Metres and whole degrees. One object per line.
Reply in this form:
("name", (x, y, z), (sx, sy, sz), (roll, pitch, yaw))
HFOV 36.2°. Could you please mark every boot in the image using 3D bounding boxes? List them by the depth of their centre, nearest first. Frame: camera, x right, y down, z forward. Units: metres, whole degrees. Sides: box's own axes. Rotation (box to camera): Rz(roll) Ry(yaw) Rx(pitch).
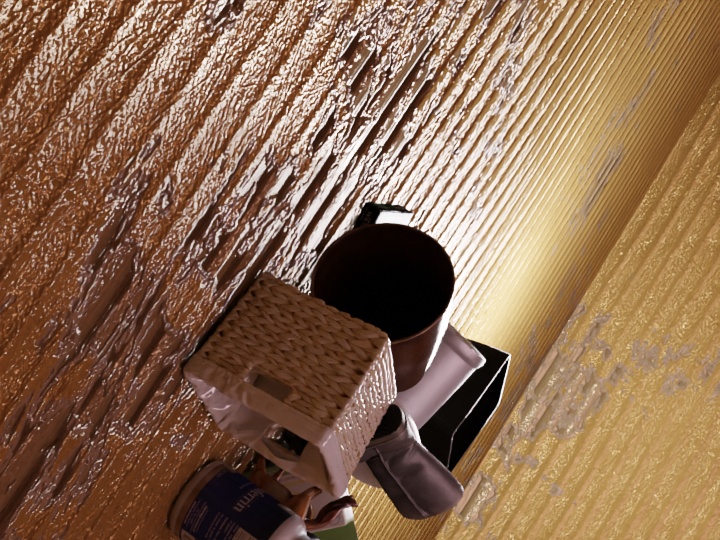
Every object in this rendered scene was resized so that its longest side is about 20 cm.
("boot", (0.023, 0.265, 1.469), (0.200, 0.180, 0.073), (56, 29, -46))

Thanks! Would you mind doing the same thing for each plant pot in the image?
("plant pot", (0.037, 0.072, 1.471), (0.187, 0.186, 0.201), (-50, 153, -25))
("plant pot", (0.144, 0.229, 2.042), (0.200, 0.176, 0.201), (-49, 158, -27))

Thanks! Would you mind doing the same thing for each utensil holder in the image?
("utensil holder", (0.065, 0.152, 1.700), (0.200, 0.170, 0.170), (-46, 161, 3))

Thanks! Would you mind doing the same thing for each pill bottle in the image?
("pill bottle", (-0.143, 0.350, 1.449), (0.116, 0.199, 0.116), (-49, 159, -26))

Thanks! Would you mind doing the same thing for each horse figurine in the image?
("horse figurine", (-0.101, 0.306, 1.534), (0.133, 0.199, 0.050), (-59, 143, -13))

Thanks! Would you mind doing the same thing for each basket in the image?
("basket", (-0.075, 0.136, 1.319), (0.162, 0.197, 0.201), (-57, 161, -20))

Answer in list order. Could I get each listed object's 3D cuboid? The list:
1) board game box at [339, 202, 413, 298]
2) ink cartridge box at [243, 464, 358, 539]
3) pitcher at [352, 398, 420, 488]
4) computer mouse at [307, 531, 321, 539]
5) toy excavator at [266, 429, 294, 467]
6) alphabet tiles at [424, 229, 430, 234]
("board game box", (0.000, 0.000, 1.559), (0.202, 0.028, 0.135), (-64, 161, 11))
("ink cartridge box", (-0.078, 0.376, 1.594), (0.048, 0.144, 0.202), (4, 72, -71))
("pitcher", (-0.019, 0.216, 1.547), (0.121, 0.201, 0.171), (-41, 177, 42))
("computer mouse", (-0.124, 0.365, 1.549), (0.058, 0.198, 0.034), (25, 80, -54))
("toy excavator", (-0.117, 0.347, 1.707), (0.200, 0.100, 0.195), (-41, 155, -12))
("alphabet tiles", (0.051, 0.030, 1.757), (0.200, 0.015, 0.197), (-31, 146, -55))
